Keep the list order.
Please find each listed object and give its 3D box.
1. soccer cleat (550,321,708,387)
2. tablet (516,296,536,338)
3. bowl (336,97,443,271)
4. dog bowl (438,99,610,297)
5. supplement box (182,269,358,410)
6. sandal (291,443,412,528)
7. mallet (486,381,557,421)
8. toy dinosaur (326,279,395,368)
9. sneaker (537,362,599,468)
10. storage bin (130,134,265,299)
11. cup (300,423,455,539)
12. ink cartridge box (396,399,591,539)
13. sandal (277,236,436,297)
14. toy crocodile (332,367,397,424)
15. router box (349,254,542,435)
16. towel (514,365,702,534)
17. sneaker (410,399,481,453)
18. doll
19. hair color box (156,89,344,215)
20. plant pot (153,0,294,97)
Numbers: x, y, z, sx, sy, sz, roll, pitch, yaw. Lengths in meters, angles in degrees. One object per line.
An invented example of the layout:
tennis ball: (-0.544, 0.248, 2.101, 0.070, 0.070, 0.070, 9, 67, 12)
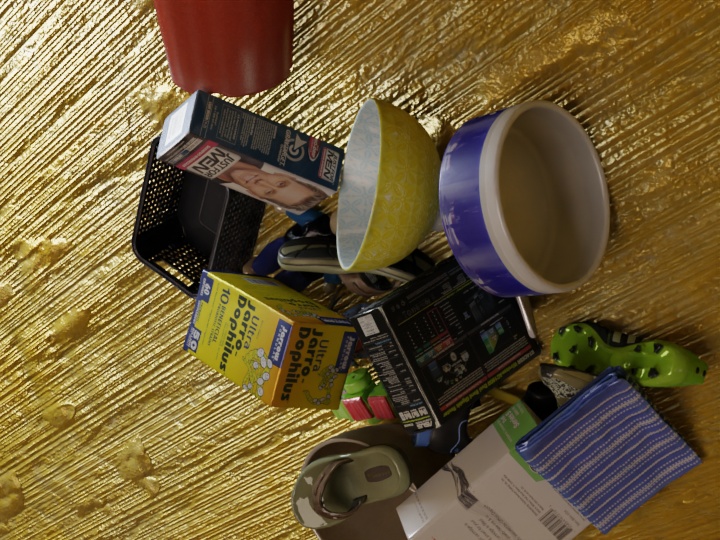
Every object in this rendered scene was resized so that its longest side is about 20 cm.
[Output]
soccer cleat: (0.292, 0.100, 1.598, 0.200, 0.081, 0.068, 10, 83, 54)
tablet: (0.160, -0.031, 1.610, 0.014, 0.130, 0.200, -19, 100, 7)
bowl: (0.046, -0.091, 1.657, 0.107, 0.200, 0.200, 7, 125, -13)
dog bowl: (0.174, -0.073, 1.517, 0.079, 0.200, 0.201, -10, 104, 42)
supplement box: (-0.110, 0.083, 1.760, 0.200, 0.109, 0.109, 26, 104, 47)
sandal: (-0.022, 0.258, 1.721, 0.201, 0.057, 0.080, -33, 88, 44)
mallet: (0.153, 0.152, 1.755, 0.200, 0.041, 0.066, 13, 116, 38)
toy dinosaur: (-0.032, 0.071, 1.792, 0.181, 0.200, 0.105, -16, 84, 10)
sneaker: (0.249, 0.173, 1.590, 0.077, 0.089, 0.200, 6, 150, 45)
storage bin: (-0.208, -0.082, 1.888, 0.135, 0.094, 0.200, 34, 127, 22)
cup: (0.045, 0.273, 1.822, 0.200, 0.143, 0.201, 17, 120, 32)
ink cartridge box: (0.163, 0.273, 1.671, 0.200, 0.084, 0.146, -41, 112, 5)
sandal: (-0.001, 0.000, 1.748, 0.200, 0.080, 0.057, 6, 114, 15)
toy crocodile: (0.030, 0.163, 1.828, 0.200, 0.062, 0.068, -11, 116, 42)
router box: (0.100, 0.074, 1.645, 0.062, 0.200, 0.150, -23, 95, 50)
towel: (0.272, 0.199, 1.571, 0.145, 0.024, 0.200, -40, 126, 9)
sneaker: (0.110, 0.118, 1.724, 0.070, 0.078, 0.201, 137, 142, -78)
doll: (-0.072, -0.028, 1.835, 0.200, 0.048, 0.137, -31, 85, 43)
hair color box: (-0.131, -0.138, 1.728, 0.100, 0.200, 0.061, -27, 48, 56)
plant pot: (-0.158, -0.318, 1.680, 0.200, 0.201, 0.196, 19, 129, 30)
